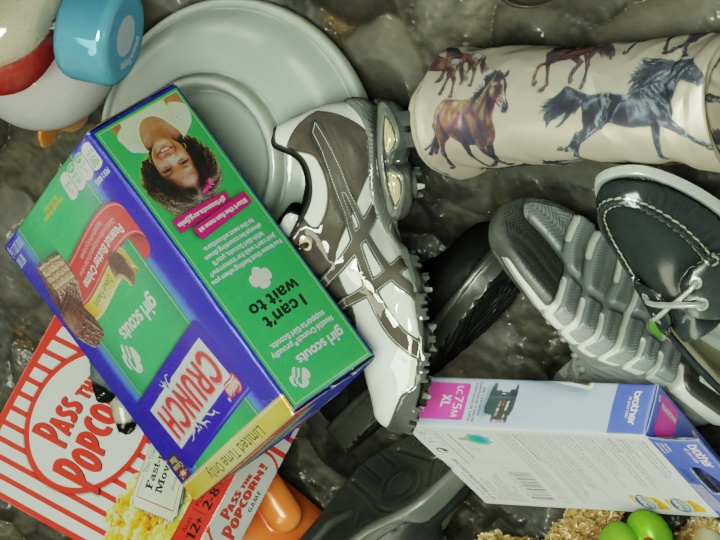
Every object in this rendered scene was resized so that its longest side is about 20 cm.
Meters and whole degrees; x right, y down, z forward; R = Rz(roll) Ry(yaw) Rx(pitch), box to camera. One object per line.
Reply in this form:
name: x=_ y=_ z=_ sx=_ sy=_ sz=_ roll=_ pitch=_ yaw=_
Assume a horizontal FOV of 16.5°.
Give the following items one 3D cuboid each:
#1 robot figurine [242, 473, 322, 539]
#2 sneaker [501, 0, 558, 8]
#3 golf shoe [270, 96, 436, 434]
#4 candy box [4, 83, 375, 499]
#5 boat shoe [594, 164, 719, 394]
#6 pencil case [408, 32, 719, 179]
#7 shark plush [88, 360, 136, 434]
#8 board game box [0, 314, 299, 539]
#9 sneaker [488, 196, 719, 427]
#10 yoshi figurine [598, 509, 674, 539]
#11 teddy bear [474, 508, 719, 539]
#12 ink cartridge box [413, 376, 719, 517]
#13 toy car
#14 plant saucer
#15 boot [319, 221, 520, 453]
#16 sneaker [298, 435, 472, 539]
robot figurine: x=-0.096 y=0.182 z=1.730 sx=0.200 sy=0.117 sz=0.144 roll=39 pitch=170 yaw=0
sneaker: x=0.115 y=-0.191 z=1.321 sx=0.075 sy=0.106 sz=0.200 roll=44 pitch=134 yaw=-5
golf shoe: x=-0.007 y=0.000 z=1.458 sx=0.078 sy=0.094 sz=0.201 roll=147 pitch=117 yaw=-80
candy box: x=-0.104 y=0.017 z=1.463 sx=0.200 sy=0.077 sz=0.169 roll=52 pitch=147 yaw=4
boat shoe: x=0.198 y=0.016 z=1.413 sx=0.200 sy=0.060 sz=0.076 roll=39 pitch=146 yaw=-29
pencil case: x=0.132 y=-0.092 z=1.407 sx=0.200 sy=0.089 sz=0.078 roll=0 pitch=90 yaw=31
shark plush: x=-0.144 y=0.022 z=1.636 sx=0.083 sy=0.200 sz=0.091 roll=-18 pitch=149 yaw=-1
board game box: x=-0.151 y=0.117 z=1.666 sx=0.200 sy=0.152 sz=0.046 roll=22 pitch=171 yaw=34
sneaker: x=0.130 y=0.044 z=1.499 sx=0.200 sy=0.075 sz=0.115 roll=39 pitch=141 yaw=-16
yoshi figurine: x=0.200 y=0.245 z=1.516 sx=0.112 sy=0.112 sz=0.200 roll=-33 pitch=74 yaw=40
teddy bear: x=0.165 y=0.207 z=1.629 sx=0.200 sy=0.067 sz=0.145 roll=-26 pitch=112 yaw=34
ink cartridge box: x=0.138 y=0.107 z=1.499 sx=0.200 sy=0.042 sz=0.119 roll=3 pitch=153 yaw=34
toy car: x=-0.197 y=-0.163 z=1.535 sx=0.184 sy=0.177 sz=0.200 roll=12 pitch=157 yaw=15
plant saucer: x=-0.086 y=-0.067 z=1.524 sx=0.200 sy=0.050 sz=0.201 roll=4 pitch=98 yaw=27
boot: x=-0.002 y=0.001 z=1.560 sx=0.158 sy=0.079 sz=0.211 roll=50 pitch=122 yaw=9
sneaker: x=0.025 y=0.196 z=1.660 sx=0.114 sy=0.199 sz=0.076 roll=41 pitch=-179 yaw=-33
